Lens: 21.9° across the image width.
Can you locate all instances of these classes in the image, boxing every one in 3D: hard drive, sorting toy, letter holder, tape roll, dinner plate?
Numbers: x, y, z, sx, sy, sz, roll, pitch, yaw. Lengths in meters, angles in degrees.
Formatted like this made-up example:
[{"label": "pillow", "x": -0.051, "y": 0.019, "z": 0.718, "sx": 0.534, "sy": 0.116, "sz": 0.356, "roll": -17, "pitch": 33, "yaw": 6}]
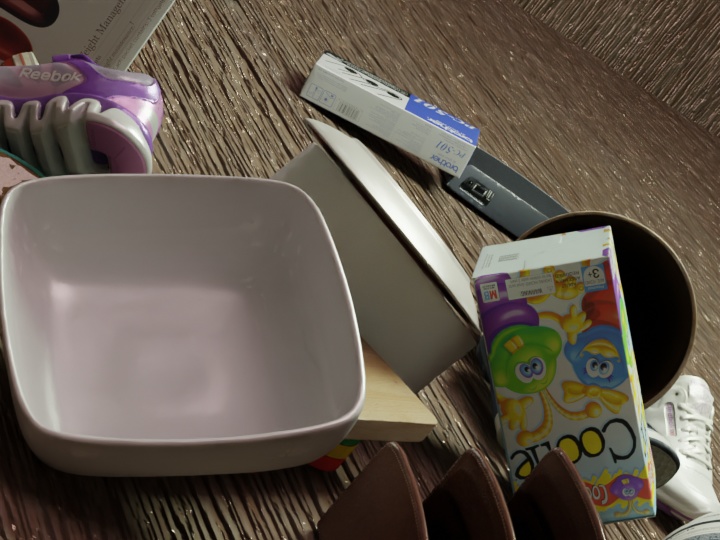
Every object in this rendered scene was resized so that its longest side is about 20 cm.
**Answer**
[{"label": "hard drive", "x": 0.186, "y": -0.075, "z": 2.183, "sx": 0.200, "sy": 0.042, "sz": 0.135, "roll": 34, "pitch": 16, "yaw": -13}, {"label": "sorting toy", "x": -0.077, "y": 0.055, "z": 1.222, "sx": 0.199, "sy": 0.070, "sz": 0.200, "roll": 46, "pitch": 18, "yaw": 27}, {"label": "letter holder", "x": 0.060, "y": 0.171, "z": 1.067, "sx": 0.100, "sy": 0.142, "sz": 0.200, "roll": 33, "pitch": 17, "yaw": -17}, {"label": "tape roll", "x": 0.000, "y": 0.000, "z": 1.422, "sx": 0.203, "sy": 0.071, "sz": 0.202, "roll": 50, "pitch": 0, "yaw": 0}, {"label": "dinner plate", "x": 0.029, "y": -0.037, "z": 1.336, "sx": 0.200, "sy": 0.024, "sz": 0.200, "roll": 52, "pitch": 1, "yaw": -1}]

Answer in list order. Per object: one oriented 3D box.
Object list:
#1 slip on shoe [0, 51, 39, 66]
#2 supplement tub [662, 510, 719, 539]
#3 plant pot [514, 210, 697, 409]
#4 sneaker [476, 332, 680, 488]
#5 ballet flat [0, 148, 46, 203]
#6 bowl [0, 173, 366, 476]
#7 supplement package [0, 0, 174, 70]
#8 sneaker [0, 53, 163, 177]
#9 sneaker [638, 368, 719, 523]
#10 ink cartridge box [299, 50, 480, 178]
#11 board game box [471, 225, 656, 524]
[{"label": "slip on shoe", "x": -0.226, "y": -0.068, "z": 1.270, "sx": 0.074, "sy": 0.061, "sz": 0.200, "roll": 72, "pitch": -4, "yaw": -53}, {"label": "supplement tub", "x": 0.248, "y": 0.247, "z": 1.264, "sx": 0.140, "sy": 0.140, "sz": 0.200, "roll": 40, "pitch": 16, "yaw": 8}, {"label": "plant pot", "x": 0.208, "y": 0.041, "z": 1.723, "sx": 0.187, "sy": 0.187, "sz": 0.200, "roll": 39, "pitch": 3, "yaw": 4}, {"label": "sneaker", "x": 0.183, "y": 0.105, "z": 1.588, "sx": 0.202, "sy": 0.077, "sz": 0.146, "roll": 26, "pitch": 33, "yaw": -34}, {"label": "ballet flat", "x": -0.272, "y": -0.063, "z": 1.157, "sx": 0.200, "sy": 0.068, "sz": 0.072, "roll": 38, "pitch": 36, "yaw": -1}, {"label": "bowl", "x": -0.106, "y": 0.039, "z": 1.057, "sx": 0.199, "sy": 0.075, "sz": 0.200, "roll": -1, "pitch": 47, "yaw": -16}, {"label": "supplement package", "x": -0.245, "y": -0.261, "z": 1.504, "sx": 0.200, "sy": 0.191, "sz": 0.147, "roll": 34, "pitch": 16, "yaw": -11}, {"label": "sneaker", "x": -0.212, "y": -0.105, "z": 1.206, "sx": 0.200, "sy": 0.081, "sz": 0.089, "roll": 11, "pitch": 46, "yaw": 18}, {"label": "sneaker", "x": 0.281, "y": 0.149, "z": 1.676, "sx": 0.075, "sy": 0.100, "sz": 0.200, "roll": 31, "pitch": 19, "yaw": -30}, {"label": "ink cartridge box", "x": 0.034, "y": -0.176, "z": 2.078, "sx": 0.200, "sy": 0.044, "sz": 0.094, "roll": 28, "pitch": 17, "yaw": -1}, {"label": "board game box", "x": 0.155, "y": 0.081, "z": 1.396, "sx": 0.105, "sy": 0.103, "sz": 0.200, "roll": -60, "pitch": 140, "yaw": -73}]
